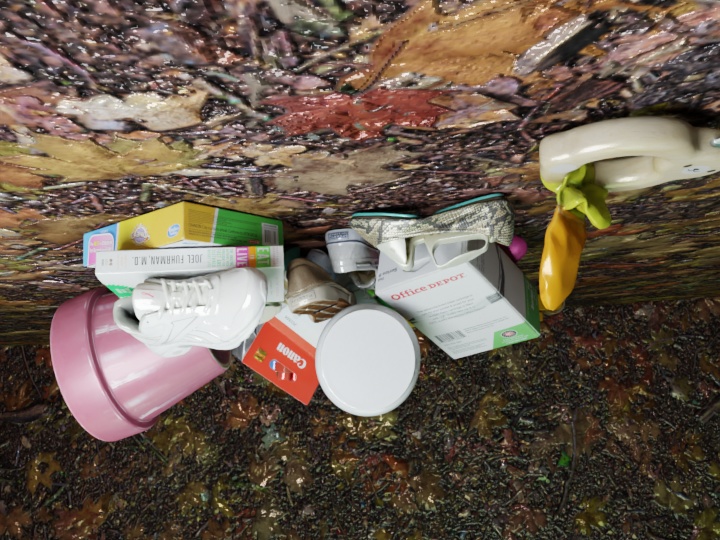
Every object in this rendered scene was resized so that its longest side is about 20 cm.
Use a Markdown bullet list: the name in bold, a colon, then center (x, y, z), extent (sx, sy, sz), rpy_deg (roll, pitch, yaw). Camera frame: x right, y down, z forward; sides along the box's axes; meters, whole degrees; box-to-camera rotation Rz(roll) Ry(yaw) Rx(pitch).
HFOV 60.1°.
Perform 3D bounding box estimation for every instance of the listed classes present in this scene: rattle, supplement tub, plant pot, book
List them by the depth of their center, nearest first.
- **rattle**: center (0.243, -0.054, 0.492), extent (0.195, 0.146, 0.131), rpy_deg (0, 155, 18)
- **book**: center (-0.186, 0.003, 0.720), extent (0.194, 0.049, 0.134), rpy_deg (-2, 166, -8)
- **plant pot**: center (-0.278, 0.101, 0.833), extent (0.175, 0.205, 0.200), rpy_deg (-21, 171, 2)
- **supplement tub**: center (0.010, 0.122, 0.863), extent (0.140, 0.149, 0.200), rpy_deg (-4, 172, 0)

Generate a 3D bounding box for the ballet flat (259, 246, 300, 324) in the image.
- **ballet flat**: center (-0.127, 0.032, 0.858), extent (0.070, 0.068, 0.199), rpy_deg (32, -142, 16)

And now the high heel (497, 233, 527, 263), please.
- **high heel**: center (0.129, -0.029, 0.874), extent (0.196, 0.069, 0.095), rpy_deg (3, 177, 30)

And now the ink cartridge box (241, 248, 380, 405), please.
- **ink cartridge box**: center (-0.069, 0.096, 0.967), extent (0.047, 0.203, 0.160), rpy_deg (17, 160, 50)

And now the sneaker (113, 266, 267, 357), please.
- **sneaker**: center (-0.185, 0.040, 0.649), extent (0.197, 0.080, 0.099), rpy_deg (-21, 148, 29)

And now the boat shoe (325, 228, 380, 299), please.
- **boat shoe**: center (0.004, -0.001, 0.907), extent (0.073, 0.089, 0.202), rpy_deg (-5, 171, 15)

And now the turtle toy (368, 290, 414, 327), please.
- **turtle toy**: center (0.064, 0.029, 1.079), extent (0.197, 0.103, 0.145), rpy_deg (-9, -165, 42)

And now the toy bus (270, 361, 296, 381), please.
- **toy bus**: center (-0.108, 0.098, 1.117), extent (0.133, 0.198, 0.197), rpy_deg (-1, 177, 40)

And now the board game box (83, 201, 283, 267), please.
- **board game box**: center (-0.213, -0.032, 0.749), extent (0.196, 0.042, 0.151), rpy_deg (-10, 170, 35)

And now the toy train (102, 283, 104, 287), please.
- **toy train**: center (-0.279, 0.004, 0.924), extent (0.195, 0.057, 0.150), rpy_deg (2, 166, -25)

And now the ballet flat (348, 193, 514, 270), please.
- **ballet flat**: center (0.080, -0.039, 0.719), extent (0.195, 0.078, 0.068), rpy_deg (-6, 173, 15)

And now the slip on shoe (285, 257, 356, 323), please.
- **slip on shoe**: center (-0.056, 0.029, 0.853), extent (0.075, 0.062, 0.200), rpy_deg (-22, 167, 12)

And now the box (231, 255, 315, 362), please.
- **box**: center (-0.102, 0.058, 0.995), extent (0.196, 0.163, 0.048), rpy_deg (3, -171, -37)

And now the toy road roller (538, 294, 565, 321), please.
- **toy road roller**: center (0.557, 0.150, 2.006), extent (0.194, 0.150, 0.123), rpy_deg (-5, 172, 7)

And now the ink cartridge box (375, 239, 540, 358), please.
- **ink cartridge box**: center (0.134, 0.026, 0.840), extent (0.144, 0.086, 0.199), rpy_deg (-19, 136, 34)
